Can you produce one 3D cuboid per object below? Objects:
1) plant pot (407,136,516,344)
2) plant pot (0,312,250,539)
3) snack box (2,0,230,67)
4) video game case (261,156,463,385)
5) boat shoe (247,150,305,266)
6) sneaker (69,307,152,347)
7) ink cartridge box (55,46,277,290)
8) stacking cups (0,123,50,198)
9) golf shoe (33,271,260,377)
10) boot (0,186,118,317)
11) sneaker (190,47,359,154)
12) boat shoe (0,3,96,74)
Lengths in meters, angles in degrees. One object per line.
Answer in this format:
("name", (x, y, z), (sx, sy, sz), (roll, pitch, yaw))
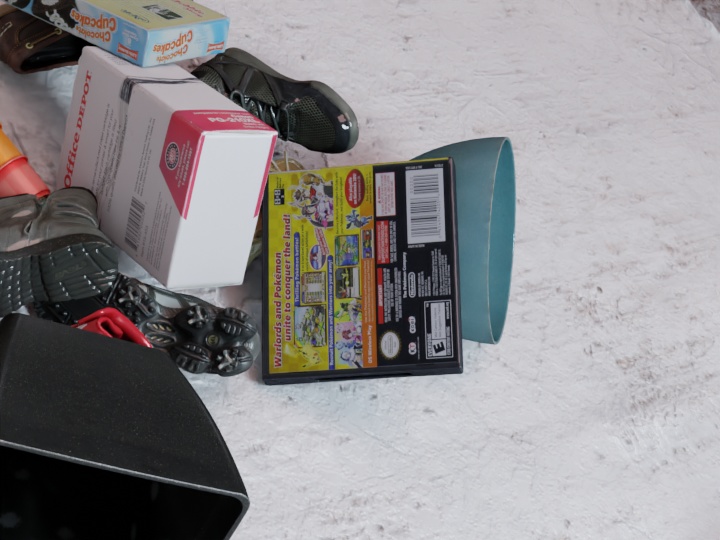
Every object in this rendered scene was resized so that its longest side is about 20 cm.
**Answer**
("plant pot", (0.073, -0.032, 1.590), (0.134, 0.201, 0.201), (3, 41, 12))
("plant pot", (-0.216, 0.149, 1.192), (0.199, 0.200, 0.178), (17, 34, -24))
("snack box", (-0.231, -0.242, 1.490), (0.199, 0.037, 0.116), (27, 27, 27))
("video game case", (0.000, 0.000, 1.477), (0.179, 0.026, 0.201), (-4, 72, 9))
("boat shoe", (-0.095, -0.058, 1.560), (0.073, 0.063, 0.200), (37, 40, -1))
("sneaker", (-0.257, 0.060, 1.289), (0.199, 0.116, 0.079), (8, 49, -32))
("ink cartridge box", (-0.173, -0.092, 1.415), (0.084, 0.146, 0.200), (-4, 29, -40))
("stacking cups", (-0.350, -0.131, 1.437), (0.200, 0.061, 0.060), (47, 41, 9))
("golf shoe", (-0.183, 0.049, 1.401), (0.199, 0.078, 0.094), (18, -3, 4))
("boot", (-0.304, -0.016, 1.347), (0.199, 0.068, 0.131), (-8, 29, -20))
("sneaker", (-0.100, -0.153, 1.605), (0.199, 0.077, 0.114), (29, 42, 28))
("boat shoe", (-0.265, -0.229, 1.584), (0.199, 0.071, 0.070), (-20, 54, -35))
